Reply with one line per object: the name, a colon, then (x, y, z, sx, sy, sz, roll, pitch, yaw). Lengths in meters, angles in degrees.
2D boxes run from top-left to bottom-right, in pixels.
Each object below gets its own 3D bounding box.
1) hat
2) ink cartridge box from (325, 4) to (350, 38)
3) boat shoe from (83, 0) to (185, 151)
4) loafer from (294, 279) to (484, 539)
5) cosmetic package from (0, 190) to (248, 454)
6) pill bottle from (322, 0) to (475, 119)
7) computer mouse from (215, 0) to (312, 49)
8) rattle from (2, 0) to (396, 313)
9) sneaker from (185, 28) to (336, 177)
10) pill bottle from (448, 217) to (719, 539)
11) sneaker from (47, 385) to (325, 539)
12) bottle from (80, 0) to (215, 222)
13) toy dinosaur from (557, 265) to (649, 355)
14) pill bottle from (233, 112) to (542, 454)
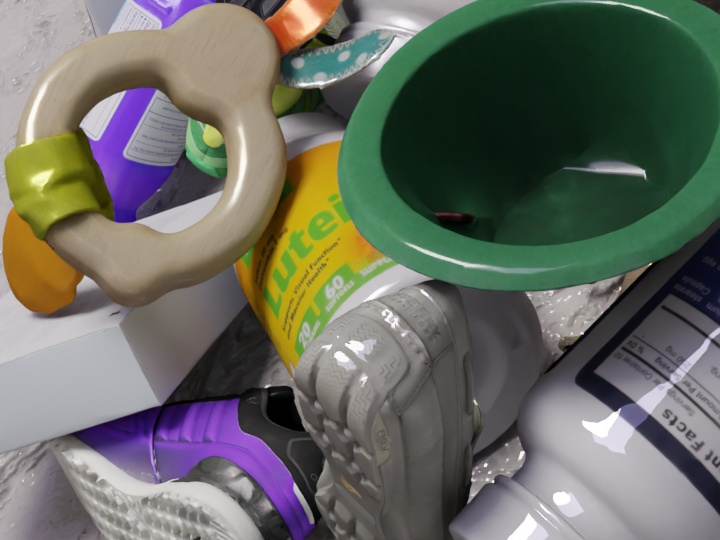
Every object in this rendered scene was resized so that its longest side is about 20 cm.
hat: (0.092, -0.007, 0.725, 0.165, 0.176, 0.200, 9, 49, 24)
ink cartridge box: (-0.039, -0.212, 1.082, 0.083, 0.147, 0.200, -49, 38, -17)
boat shoe: (-0.140, -0.172, 1.097, 0.072, 0.201, 0.066, -18, 29, -10)
loafer: (0.021, 0.075, 0.696, 0.070, 0.200, 0.070, -38, 64, -19)
cosmetic package: (-0.138, 0.026, 0.930, 0.150, 0.052, 0.200, -20, 16, 26)
pill bottle: (0.058, -0.171, 0.939, 0.114, 0.114, 0.201, 9, 74, 45)
computer mouse: (-0.031, -0.196, 0.921, 0.141, 0.046, 0.200, -49, 40, 27)
rattle: (-0.080, -0.062, 0.858, 0.130, 0.143, 0.200, 33, 66, 15)
sneaker: (-0.058, -0.104, 0.999, 0.084, 0.074, 0.200, -57, -5, 21)
pill bottle: (0.132, 0.057, 0.676, 0.200, 0.111, 0.111, -44, 36, -8)
sneaker: (-0.075, 0.094, 0.857, 0.099, 0.070, 0.200, -38, 29, -26)
bottle: (-0.142, -0.085, 1.052, 0.065, 0.083, 0.200, 35, 104, 18)
toy dinosaur: (0.164, -0.031, 0.807, 0.200, 0.058, 0.101, -43, 50, 6)
pill bottle: (0.000, 0.000, 0.849, 0.111, 0.111, 0.200, -37, 36, 1)
